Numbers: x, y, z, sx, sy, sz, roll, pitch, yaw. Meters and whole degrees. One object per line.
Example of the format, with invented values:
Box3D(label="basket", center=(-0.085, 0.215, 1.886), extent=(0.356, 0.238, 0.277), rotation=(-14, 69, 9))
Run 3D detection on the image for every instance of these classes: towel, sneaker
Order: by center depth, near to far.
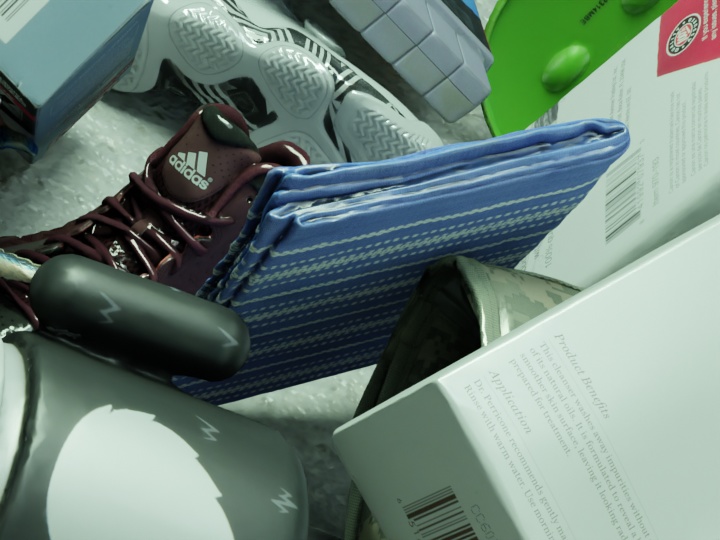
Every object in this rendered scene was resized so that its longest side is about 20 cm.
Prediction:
Box3D(label="towel", center=(0.000, 0.000, 0.966), extent=(0.145, 0.200, 0.024), rotation=(-13, 72, -26))
Box3D(label="sneaker", center=(-0.095, -0.015, 0.997), extent=(0.076, 0.116, 0.200), rotation=(49, 40, 17))
Box3D(label="sneaker", center=(-0.041, -0.106, 1.164), extent=(0.200, 0.075, 0.115), rotation=(29, 40, -4))

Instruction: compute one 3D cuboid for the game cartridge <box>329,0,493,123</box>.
Box3D(label="game cartridge", center=(0.003, -0.156, 1.215), extent=(0.130, 0.038, 0.200), rotation=(39, 18, -24))

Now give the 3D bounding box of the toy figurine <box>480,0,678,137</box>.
Box3D(label="toy figurine", center=(0.151, -0.147, 1.285), extent=(0.150, 0.200, 0.184), rotation=(38, 24, -15))

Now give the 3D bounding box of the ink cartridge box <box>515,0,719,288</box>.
Box3D(label="ink cartridge box", center=(0.112, -0.011, 1.077), extent=(0.083, 0.200, 0.145), rotation=(35, 36, -21))

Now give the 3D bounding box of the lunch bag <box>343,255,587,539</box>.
Box3D(label="lunch bag", center=(0.082, 0.104, 0.956), extent=(0.164, 0.118, 0.200), rotation=(16, 73, -24))

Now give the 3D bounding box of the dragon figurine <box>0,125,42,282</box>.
Box3D(label="dragon figurine", center=(-0.159, -0.043, 0.956), extent=(0.059, 0.200, 0.100), rotation=(44, 68, -29))

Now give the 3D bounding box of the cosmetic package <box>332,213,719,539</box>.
Box3D(label="cosmetic package", center=(0.105, 0.051, 0.874), extent=(0.200, 0.081, 0.113), rotation=(-25, 86, -32))

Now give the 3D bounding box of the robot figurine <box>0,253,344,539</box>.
Box3D(label="robot figurine", center=(-0.095, 0.091, 0.867), extent=(0.200, 0.125, 0.150), rotation=(23, 45, -22))

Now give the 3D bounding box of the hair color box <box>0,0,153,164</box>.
Box3D(label="hair color box", center=(-0.137, -0.103, 0.993), extent=(0.099, 0.200, 0.061), rotation=(45, 83, -3))
